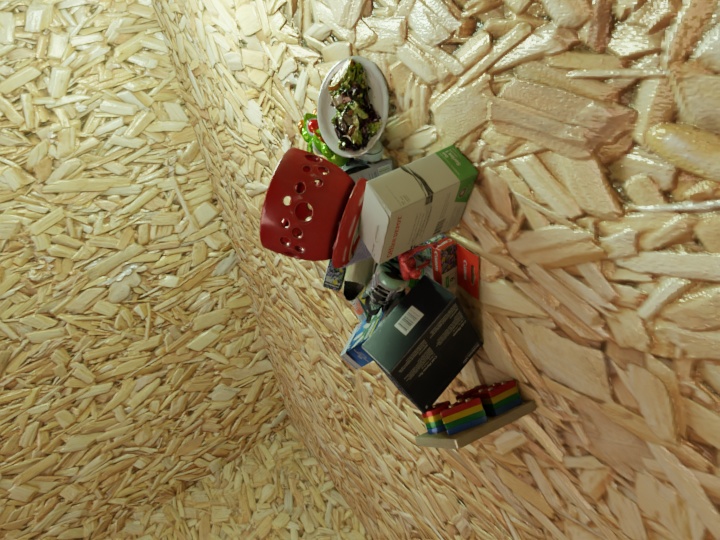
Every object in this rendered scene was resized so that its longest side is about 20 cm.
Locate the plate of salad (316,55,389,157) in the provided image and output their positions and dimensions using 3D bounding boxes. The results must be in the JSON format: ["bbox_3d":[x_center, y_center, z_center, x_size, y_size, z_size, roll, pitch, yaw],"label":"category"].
[{"bbox_3d":[-0.025,-0.344,1.112,0.195,0.047,0.208,6,100,36],"label":"plate of salad"}]

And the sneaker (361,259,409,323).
[{"bbox_3d":[0.044,0.053,1.129,0.076,0.143,0.200,30,-170,4],"label":"sneaker"}]

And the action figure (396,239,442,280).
[{"bbox_3d":[0.107,-0.043,1.080,0.202,0.096,0.067,-110,6,-59],"label":"action figure"}]

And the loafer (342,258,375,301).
[{"bbox_3d":[0.000,0.000,1.295,0.069,0.073,0.204,-79,3,-48],"label":"loafer"}]

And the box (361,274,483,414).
[{"bbox_3d":[0.131,0.153,1.085,0.104,0.200,0.183,34,167,47],"label":"box"}]

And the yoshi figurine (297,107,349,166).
[{"bbox_3d":[-0.081,-0.308,1.272,0.202,0.108,0.115,-120,34,-50],"label":"yoshi figurine"}]

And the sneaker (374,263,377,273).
[{"bbox_3d":[0.059,0.019,1.342,0.078,0.073,0.205,-117,28,-50],"label":"sneaker"}]

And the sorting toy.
[{"bbox_3d":[0.224,0.294,1.096,0.072,0.193,0.200,69,158,9],"label":"sorting toy"}]

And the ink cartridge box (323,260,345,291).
[{"bbox_3d":[-0.049,-0.054,1.417,0.109,0.049,0.207,-64,-11,-86],"label":"ink cartridge box"}]

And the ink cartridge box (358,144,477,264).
[{"bbox_3d":[0.099,-0.118,0.955,0.085,0.196,0.148,53,154,25],"label":"ink cartridge box"}]

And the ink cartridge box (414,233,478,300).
[{"bbox_3d":[0.164,-0.018,1.104,0.199,0.049,0.112,40,146,48],"label":"ink cartridge box"}]

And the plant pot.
[{"bbox_3d":[-0.081,-0.112,1.027,0.177,0.204,0.203,20,146,6],"label":"plant pot"}]

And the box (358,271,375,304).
[{"bbox_3d":[0.028,-0.003,1.395,0.050,0.074,0.204,46,149,36],"label":"box"}]

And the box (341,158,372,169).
[{"bbox_3d":[-0.036,-0.168,1.274,0.159,0.043,0.206,26,101,56],"label":"box"}]

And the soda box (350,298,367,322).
[{"bbox_3d":[-0.008,0.045,1.522,0.205,0.067,0.063,64,154,4],"label":"soda box"}]

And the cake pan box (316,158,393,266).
[{"bbox_3d":[0.006,-0.130,1.173,0.052,0.179,0.206,-133,23,-70],"label":"cake pan box"}]

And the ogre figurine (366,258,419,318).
[{"bbox_3d":[0.094,0.071,1.268,0.118,0.204,0.098,31,-170,13],"label":"ogre figurine"}]

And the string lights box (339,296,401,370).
[{"bbox_3d":[0.035,0.151,1.224,0.058,0.104,0.200,38,144,-9],"label":"string lights box"}]

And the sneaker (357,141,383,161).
[{"bbox_3d":[-0.014,-0.324,1.170,0.202,0.072,0.072,54,158,27],"label":"sneaker"}]
